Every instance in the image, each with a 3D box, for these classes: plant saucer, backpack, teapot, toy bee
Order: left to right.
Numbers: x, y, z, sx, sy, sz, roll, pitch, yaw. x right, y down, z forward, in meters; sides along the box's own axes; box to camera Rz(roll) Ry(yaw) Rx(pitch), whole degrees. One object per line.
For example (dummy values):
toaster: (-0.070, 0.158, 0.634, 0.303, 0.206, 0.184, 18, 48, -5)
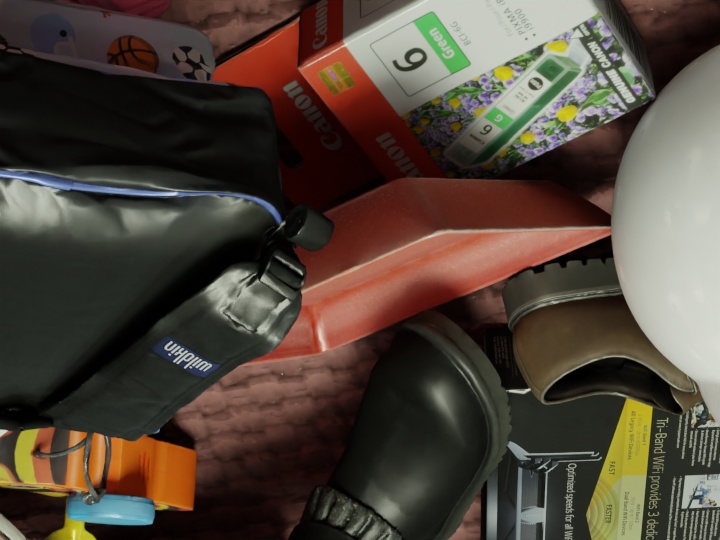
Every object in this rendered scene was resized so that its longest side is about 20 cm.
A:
backpack: (-0.138, -0.015, 0.796, 0.199, 0.154, 0.191, 10, 138, -20)
toy bee: (-0.160, 0.094, 1.022, 0.108, 0.131, 0.200, 2, 148, 11)
plant saucer: (0.000, 0.000, 0.923, 0.199, 0.037, 0.200, -23, 169, 29)
teapot: (0.221, -0.020, 0.871, 0.197, 0.146, 0.201, -22, 107, -10)

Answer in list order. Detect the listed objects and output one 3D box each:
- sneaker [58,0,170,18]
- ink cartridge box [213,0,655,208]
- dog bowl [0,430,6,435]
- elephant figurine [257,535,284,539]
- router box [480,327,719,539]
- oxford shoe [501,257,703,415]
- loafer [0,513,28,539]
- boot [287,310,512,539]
sneaker: (-0.101, -0.160, 0.803, 0.200, 0.079, 0.096, -26, 91, 51)
ink cartridge box: (0.027, -0.088, 0.912, 0.199, 0.050, 0.109, -26, 127, 20)
dog bowl: (-0.271, 0.087, 0.902, 0.200, 0.200, 0.079, -29, 88, 23)
elephant figurine: (-0.126, 0.238, 1.152, 0.200, 0.141, 0.156, -20, 99, 41)
router box: (0.147, 0.119, 1.089, 0.157, 0.052, 0.201, -1, 131, 1)
oxford shoe: (0.178, 0.037, 0.988, 0.199, 0.085, 0.073, -9, 151, 2)
loafer: (-0.178, 0.200, 1.011, 0.072, 0.063, 0.200, -3, 128, 48)
boot: (-0.004, 0.131, 1.015, 0.079, 0.158, 0.212, 37, 143, 23)
